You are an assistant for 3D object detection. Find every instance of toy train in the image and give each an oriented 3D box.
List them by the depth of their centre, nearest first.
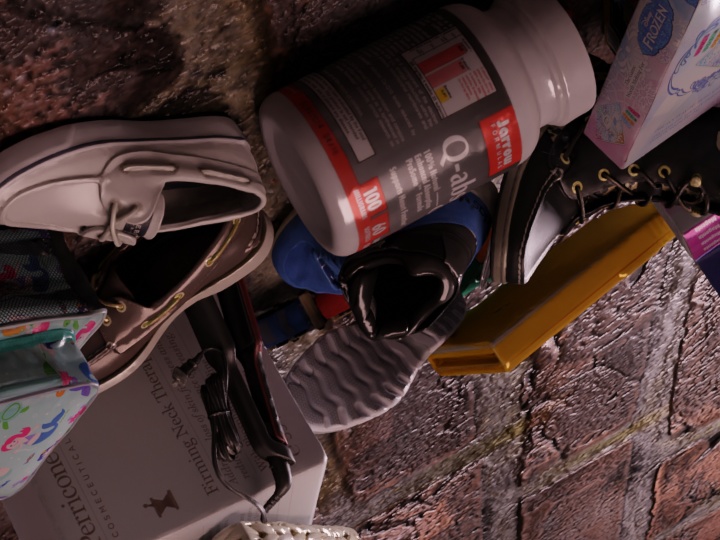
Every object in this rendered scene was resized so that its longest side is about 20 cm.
[{"bbox_3d":[-0.009,0.017,1.498,0.199,0.034,0.046,-27,-176,36],"label":"toy train"}]

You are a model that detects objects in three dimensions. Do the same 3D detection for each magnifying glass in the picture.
[{"bbox_3d":[0.100,-0.004,1.625,0.079,0.022,0.200,-25,154,-16],"label":"magnifying glass"}]

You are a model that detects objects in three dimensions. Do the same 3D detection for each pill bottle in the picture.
[{"bbox_3d":[0.045,-0.102,1.297,0.199,0.116,0.116,-28,156,-12],"label":"pill bottle"}]

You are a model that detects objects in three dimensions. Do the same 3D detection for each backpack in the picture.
[{"bbox_3d":[-0.270,0.062,1.217,0.199,0.151,0.178,1,142,-43],"label":"backpack"}]

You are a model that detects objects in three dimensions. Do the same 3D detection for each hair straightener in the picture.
[{"bbox_3d":[-0.100,0.079,1.383,0.077,0.201,0.041,-10,170,-35],"label":"hair straightener"}]

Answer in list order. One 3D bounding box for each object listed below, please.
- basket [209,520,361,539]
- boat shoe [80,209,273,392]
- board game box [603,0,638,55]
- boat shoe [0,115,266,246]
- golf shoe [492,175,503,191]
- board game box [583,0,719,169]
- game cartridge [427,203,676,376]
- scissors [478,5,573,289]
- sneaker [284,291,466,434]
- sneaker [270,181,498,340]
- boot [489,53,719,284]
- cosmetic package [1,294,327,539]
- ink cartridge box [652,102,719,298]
[{"bbox_3d":[-0.059,0.264,1.456,0.135,0.124,0.200,-38,158,17],"label":"basket"},{"bbox_3d":[-0.151,0.013,1.347,0.200,0.072,0.060,-36,150,1],"label":"boat shoe"},{"bbox_3d":[0.247,-0.227,1.376,0.165,0.057,0.200,-29,156,-4],"label":"board game box"},{"bbox_3d":[-0.146,-0.047,1.239,0.199,0.066,0.072,-8,147,-42],"label":"boat shoe"},{"bbox_3d":[0.101,-0.091,1.446,0.199,0.078,0.097,-19,147,-30],"label":"golf shoe"},{"bbox_3d":[0.248,-0.182,1.296,0.200,0.043,0.199,-34,158,-29],"label":"board game box"},{"bbox_3d":[0.155,0.013,1.572,0.200,0.033,0.176,-35,-174,-14],"label":"game cartridge"},{"bbox_3d":[0.111,-0.088,1.402,0.201,0.014,0.073,-67,158,-6],"label":"scissors"},{"bbox_3d":[0.004,0.076,1.555,0.200,0.075,0.082,-33,173,-42],"label":"sneaker"},{"bbox_3d":[-0.001,-0.001,1.378,0.199,0.112,0.077,-13,126,39],"label":"sneaker"},{"bbox_3d":[0.184,-0.057,1.362,0.074,0.153,0.204,86,27,-50],"label":"boot"},{"bbox_3d":[-0.154,0.146,1.474,0.199,0.168,0.167,-23,156,-20],"label":"cosmetic package"},{"bbox_3d":[0.297,-0.108,1.486,0.196,0.201,0.043,-33,156,3],"label":"ink cartridge box"}]
